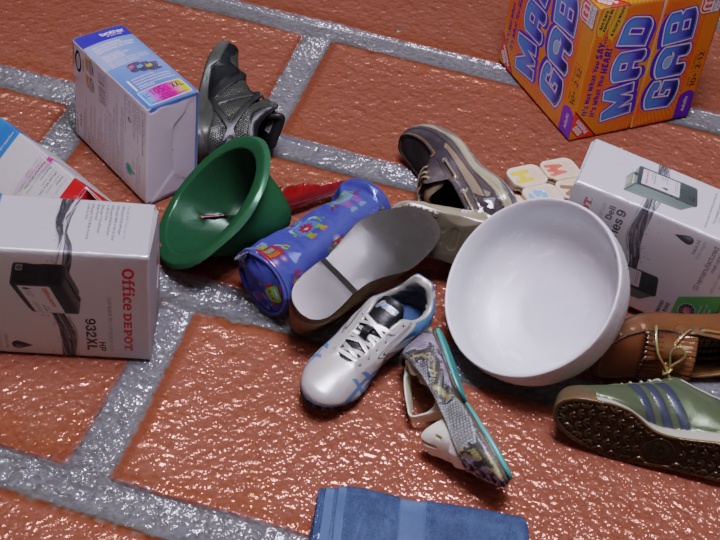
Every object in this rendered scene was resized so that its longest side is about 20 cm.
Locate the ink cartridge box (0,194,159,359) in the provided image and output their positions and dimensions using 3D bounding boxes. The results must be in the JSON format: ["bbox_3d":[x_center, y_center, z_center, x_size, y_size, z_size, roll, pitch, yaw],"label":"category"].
[{"bbox_3d":[-0.304,0.007,1.256,0.197,0.146,0.084,3,42,-5],"label":"ink cartridge box"}]

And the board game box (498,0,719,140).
[{"bbox_3d":[0.331,-0.328,1.681,0.197,0.202,0.201,-13,46,-21],"label":"board game box"}]

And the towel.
[{"bbox_3d":[0.051,0.253,1.112,0.197,0.049,0.112,8,42,2],"label":"towel"}]

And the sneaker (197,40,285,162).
[{"bbox_3d":[-0.149,-0.208,1.573,0.112,0.077,0.201,6,45,-4],"label":"sneaker"}]

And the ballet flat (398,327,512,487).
[{"bbox_3d":[0.085,0.145,1.236,0.071,0.073,0.201,-8,44,-17],"label":"ballet flat"}]

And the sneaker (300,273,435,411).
[{"bbox_3d":[0.007,0.069,1.291,0.071,0.073,0.200,31,48,22],"label":"sneaker"}]

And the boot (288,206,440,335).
[{"bbox_3d":[0.000,0.000,1.342,0.199,0.076,0.074,-34,75,-24],"label":"boot"}]

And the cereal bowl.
[{"bbox_3d":[0.192,0.030,1.312,0.198,0.083,0.203,-15,60,28],"label":"cereal bowl"}]

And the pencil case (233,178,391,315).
[{"bbox_3d":[-0.052,-0.028,1.385,0.086,0.079,0.199,17,40,37],"label":"pencil case"}]

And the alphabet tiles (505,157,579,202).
[{"bbox_3d":[0.260,-0.068,1.523,0.193,0.015,0.201,-12,46,-20],"label":"alphabet tiles"}]

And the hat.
[{"bbox_3d":[-0.105,-0.042,1.431,0.200,0.176,0.166,-44,37,8],"label":"hat"}]

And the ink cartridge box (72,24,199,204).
[{"bbox_3d":[-0.277,-0.196,1.491,0.076,0.138,0.200,-26,52,-34],"label":"ink cartridge box"}]

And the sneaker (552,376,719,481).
[{"bbox_3d":[0.293,0.144,1.261,0.197,0.068,0.090,16,38,5],"label":"sneaker"}]

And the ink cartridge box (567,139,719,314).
[{"bbox_3d":[0.317,-0.035,1.384,0.198,0.147,0.084,23,48,10],"label":"ink cartridge box"}]

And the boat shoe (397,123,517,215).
[{"bbox_3d":[0.102,-0.109,1.500,0.073,0.075,0.200,-25,47,-27],"label":"boat shoe"}]

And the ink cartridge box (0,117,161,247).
[{"bbox_3d":[-0.319,-0.071,1.354,0.199,0.116,0.068,37,88,29],"label":"ink cartridge box"}]

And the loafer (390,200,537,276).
[{"bbox_3d":[0.124,-0.035,1.411,0.198,0.076,0.068,23,17,-2],"label":"loafer"}]

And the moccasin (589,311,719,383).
[{"bbox_3d":[0.334,0.090,1.323,0.199,0.074,0.078,2,33,-20],"label":"moccasin"}]
